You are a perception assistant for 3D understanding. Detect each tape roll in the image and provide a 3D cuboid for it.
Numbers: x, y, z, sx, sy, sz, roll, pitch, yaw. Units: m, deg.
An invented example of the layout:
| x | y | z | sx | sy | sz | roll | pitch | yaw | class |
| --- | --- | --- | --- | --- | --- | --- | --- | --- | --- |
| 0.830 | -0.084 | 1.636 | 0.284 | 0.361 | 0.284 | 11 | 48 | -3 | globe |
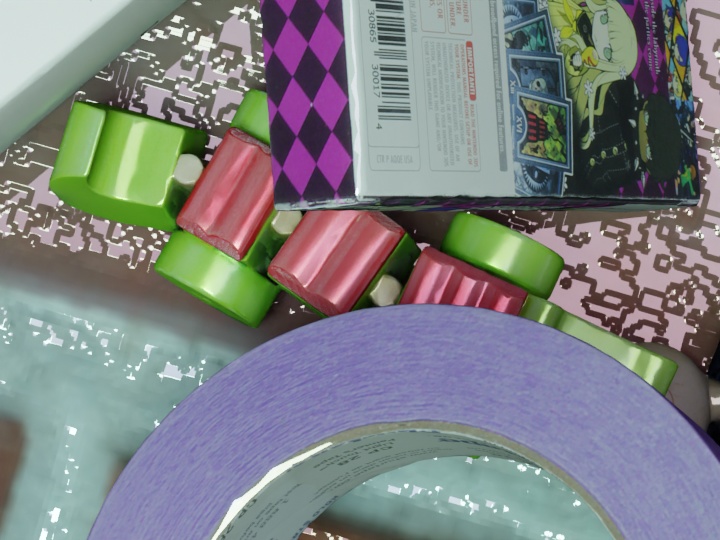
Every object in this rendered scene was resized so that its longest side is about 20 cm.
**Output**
| x | y | z | sx | sy | sz | roll | pitch | yaw | class |
| --- | --- | --- | --- | --- | --- | --- | --- | --- | --- |
| 0.021 | 0.113 | 0.744 | 0.199 | 0.066 | 0.201 | -3 | 80 | 15 | tape roll |

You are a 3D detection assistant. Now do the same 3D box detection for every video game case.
| x | y | z | sx | sy | sz | roll | pitch | yaw | class |
| --- | --- | --- | --- | --- | --- | --- | --- | --- | --- |
| 0.034 | -0.117 | 0.790 | 0.036 | 0.181 | 0.201 | -6 | 88 | 37 | video game case |

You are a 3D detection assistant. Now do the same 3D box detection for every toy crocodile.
| x | y | z | sx | sy | sz | roll | pitch | yaw | class |
| --- | --- | --- | --- | --- | --- | --- | --- | --- | --- |
| 0.000 | 0.000 | 0.823 | 0.199 | 0.062 | 0.068 | 29 | 87 | 10 | toy crocodile |

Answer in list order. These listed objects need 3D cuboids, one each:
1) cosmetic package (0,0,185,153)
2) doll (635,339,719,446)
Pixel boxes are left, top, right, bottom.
| x | y | z | sx | sy | sz | roll | pitch | yaw | class |
| --- | --- | --- | --- | --- | --- | --- | --- | --- | --- |
| -0.111 | -0.089 | 0.808 | 0.200 | 0.108 | 0.085 | -41 | 92 | -2 | cosmetic package |
| 0.168 | 0.032 | 0.844 | 0.199 | 0.048 | 0.137 | -6 | 94 | 4 | doll |
